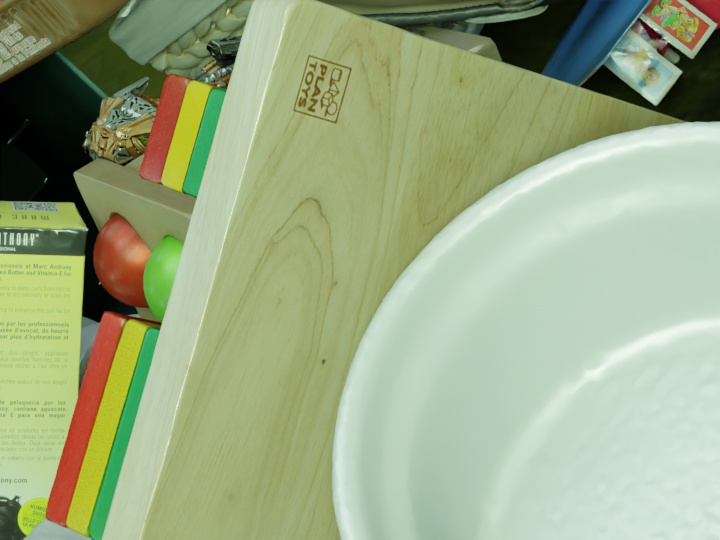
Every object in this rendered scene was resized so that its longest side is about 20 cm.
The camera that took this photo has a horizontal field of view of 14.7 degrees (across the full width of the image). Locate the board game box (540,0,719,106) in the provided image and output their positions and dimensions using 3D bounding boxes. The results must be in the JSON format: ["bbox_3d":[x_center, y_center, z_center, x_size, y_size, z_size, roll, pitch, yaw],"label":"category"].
[{"bbox_3d":[0.147,-0.135,1.174,0.200,0.039,0.158,-52,7,5],"label":"board game box"}]

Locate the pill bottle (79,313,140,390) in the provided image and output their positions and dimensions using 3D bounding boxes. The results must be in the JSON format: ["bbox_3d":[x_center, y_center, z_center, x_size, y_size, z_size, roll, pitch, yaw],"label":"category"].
[{"bbox_3d":[-0.151,0.083,1.236,0.199,0.120,0.120,-17,39,44],"label":"pill bottle"}]

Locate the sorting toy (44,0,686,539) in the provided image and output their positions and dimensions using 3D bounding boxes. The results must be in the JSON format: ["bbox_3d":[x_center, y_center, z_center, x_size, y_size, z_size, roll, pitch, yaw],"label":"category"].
[{"bbox_3d":[0.000,0.024,0.922,0.069,0.198,0.201,18,94,46],"label":"sorting toy"}]

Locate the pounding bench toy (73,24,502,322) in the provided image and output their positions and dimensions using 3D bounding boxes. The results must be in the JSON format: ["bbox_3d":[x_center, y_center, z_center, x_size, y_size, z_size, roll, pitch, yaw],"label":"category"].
[{"bbox_3d":[0.000,0.000,1.065,0.156,0.125,0.200,-31,22,-19],"label":"pounding bench toy"}]

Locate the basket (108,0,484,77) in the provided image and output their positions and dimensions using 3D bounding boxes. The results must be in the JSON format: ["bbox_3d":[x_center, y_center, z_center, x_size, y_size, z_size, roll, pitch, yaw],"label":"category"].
[{"bbox_3d":[-0.010,-0.150,1.295,0.136,0.123,0.200,-60,13,-23],"label":"basket"}]

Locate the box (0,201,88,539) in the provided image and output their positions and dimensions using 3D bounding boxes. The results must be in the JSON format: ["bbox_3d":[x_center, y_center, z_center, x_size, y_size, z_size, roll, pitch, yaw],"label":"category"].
[{"bbox_3d":[-0.149,0.075,1.109,0.050,0.075,0.201,-129,41,-75],"label":"box"}]

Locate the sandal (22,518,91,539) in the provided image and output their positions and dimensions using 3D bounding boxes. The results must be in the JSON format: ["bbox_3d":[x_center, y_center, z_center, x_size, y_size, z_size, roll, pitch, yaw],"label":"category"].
[{"bbox_3d":[-0.093,0.190,1.048,0.079,0.059,0.208,-23,57,35],"label":"sandal"}]

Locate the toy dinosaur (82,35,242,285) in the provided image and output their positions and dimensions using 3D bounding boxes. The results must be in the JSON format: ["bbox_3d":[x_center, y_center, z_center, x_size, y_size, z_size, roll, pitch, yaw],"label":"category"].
[{"bbox_3d":[-0.043,-0.039,1.213,0.102,0.199,0.137,41,122,51],"label":"toy dinosaur"}]

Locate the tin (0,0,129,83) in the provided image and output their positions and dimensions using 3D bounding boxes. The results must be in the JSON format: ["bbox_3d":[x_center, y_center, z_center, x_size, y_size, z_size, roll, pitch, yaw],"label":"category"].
[{"bbox_3d":[-0.141,-0.138,1.296,0.200,0.042,0.112,-22,25,47],"label":"tin"}]

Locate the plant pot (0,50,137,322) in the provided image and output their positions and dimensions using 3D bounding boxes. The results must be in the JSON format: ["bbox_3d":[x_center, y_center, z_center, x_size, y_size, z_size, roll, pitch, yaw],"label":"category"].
[{"bbox_3d":[-0.190,-0.031,1.433,0.141,0.141,0.200,-51,24,-8],"label":"plant pot"}]

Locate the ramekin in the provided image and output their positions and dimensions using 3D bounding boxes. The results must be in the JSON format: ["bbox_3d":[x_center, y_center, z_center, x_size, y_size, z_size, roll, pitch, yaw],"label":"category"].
[{"bbox_3d":[0.100,0.064,0.844,0.199,0.098,0.201,-11,54,16],"label":"ramekin"}]

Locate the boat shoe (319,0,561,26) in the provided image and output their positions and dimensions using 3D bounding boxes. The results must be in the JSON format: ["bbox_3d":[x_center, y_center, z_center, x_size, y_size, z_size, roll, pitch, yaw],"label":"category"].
[{"bbox_3d":[0.057,-0.128,1.064,0.199,0.074,0.061,0,40,7],"label":"boat shoe"}]

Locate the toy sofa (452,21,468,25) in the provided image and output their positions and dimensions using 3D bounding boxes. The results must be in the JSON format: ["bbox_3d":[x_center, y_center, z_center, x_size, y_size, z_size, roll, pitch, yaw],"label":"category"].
[{"bbox_3d":[0.065,-0.199,1.170,0.200,0.098,0.083,-40,42,-17],"label":"toy sofa"}]
